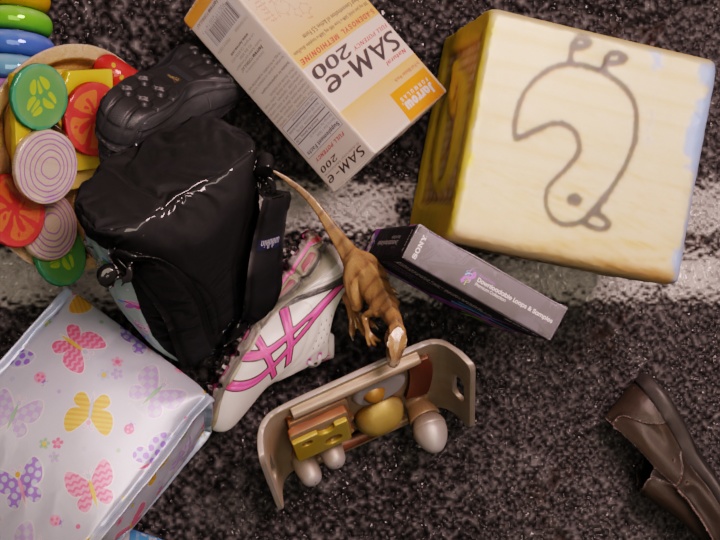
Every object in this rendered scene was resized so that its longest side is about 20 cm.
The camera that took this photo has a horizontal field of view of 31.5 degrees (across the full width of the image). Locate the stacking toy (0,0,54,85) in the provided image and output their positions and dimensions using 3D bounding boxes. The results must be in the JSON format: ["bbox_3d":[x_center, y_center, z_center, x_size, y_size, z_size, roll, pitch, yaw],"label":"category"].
[{"bbox_3d":[-0.297,-0.218,1.104,0.084,0.085,0.202,4,88,-9],"label":"stacking toy"}]

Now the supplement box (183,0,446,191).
[{"bbox_3d":[-0.037,-0.186,1.107,0.200,0.073,0.126,48,48,-2],"label":"supplement box"}]

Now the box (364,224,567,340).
[{"bbox_3d":[0.083,0.009,1.105,0.142,0.200,0.036,29,85,-8],"label":"box"}]

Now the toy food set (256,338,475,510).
[{"bbox_3d":[0.007,0.144,1.125,0.198,0.144,0.061,-24,63,-8],"label":"toy food set"}]

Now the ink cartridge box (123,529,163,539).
[{"bbox_3d":[-0.280,0.285,1.122,0.198,0.084,0.146,21,90,-9],"label":"ink cartridge box"}]

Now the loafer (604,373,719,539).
[{"bbox_3d":[0.297,0.197,1.218,0.071,0.073,0.201,-30,91,4],"label":"loafer"}]

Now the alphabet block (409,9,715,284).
[{"bbox_3d":[0.168,-0.102,1.117,0.198,0.196,0.197,10,89,-9],"label":"alphabet block"}]

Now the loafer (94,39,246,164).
[{"bbox_3d":[-0.157,-0.145,1.096,0.068,0.200,0.071,36,129,12],"label":"loafer"}]

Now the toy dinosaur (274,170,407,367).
[{"bbox_3d":[0.000,0.000,1.107,0.060,0.107,0.201,-28,61,-12],"label":"toy dinosaur"}]

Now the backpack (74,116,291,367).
[{"bbox_3d":[-0.144,-0.020,1.053,0.166,0.201,0.127,-28,54,-15],"label":"backpack"}]

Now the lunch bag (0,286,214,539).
[{"bbox_3d":[-0.246,0.148,1.067,0.169,0.127,0.200,34,63,7],"label":"lunch bag"}]

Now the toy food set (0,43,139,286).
[{"bbox_3d":[-0.238,-0.089,1.081,0.197,0.048,0.202,-14,110,-47],"label":"toy food set"}]

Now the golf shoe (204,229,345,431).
[{"bbox_3d":[-0.068,0.068,1.150,0.092,0.073,0.201,35,87,-10],"label":"golf shoe"}]
